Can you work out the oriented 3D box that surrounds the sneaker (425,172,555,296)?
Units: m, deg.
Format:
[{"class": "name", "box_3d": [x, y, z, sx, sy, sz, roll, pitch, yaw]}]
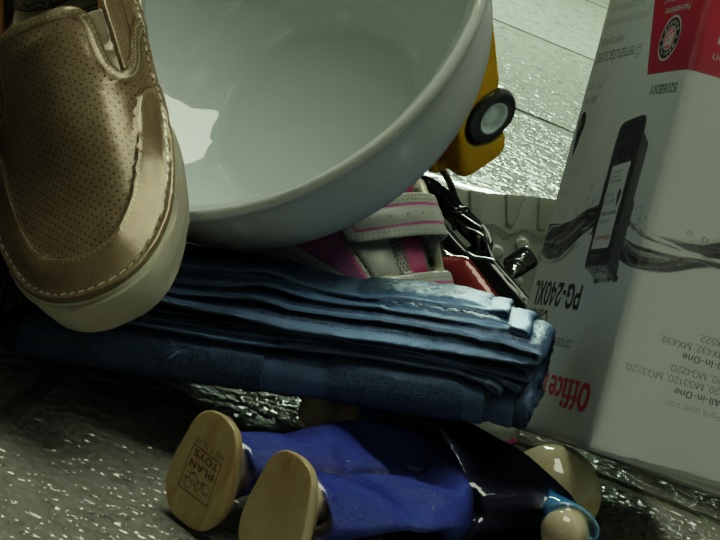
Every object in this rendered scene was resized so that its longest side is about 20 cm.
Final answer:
[{"class": "sneaker", "box_3d": [0.064, -0.013, 1.254, 0.199, 0.077, 0.081, 22, 5, -7]}]

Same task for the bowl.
[{"class": "bowl", "box_3d": [-0.028, -0.081, 0.962, 0.201, 0.201, 0.090, 34, -13, 38]}]

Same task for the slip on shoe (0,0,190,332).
[{"class": "slip on shoe", "box_3d": [-0.108, -0.069, 0.893, 0.061, 0.076, 0.201, 56, 23, -50]}]

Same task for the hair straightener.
[{"class": "hair straightener", "box_3d": [0.046, -0.002, 1.161, 0.077, 0.041, 0.200, 5, 36, -51]}]

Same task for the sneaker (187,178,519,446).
[{"class": "sneaker", "box_3d": [0.000, 0.000, 1.031, 0.200, 0.088, 0.081, 46, 22, 15]}]

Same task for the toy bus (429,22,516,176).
[{"class": "toy bus", "box_3d": [0.017, -0.120, 1.107, 0.078, 0.200, 0.065, -34, 54, -18]}]

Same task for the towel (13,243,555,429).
[{"class": "towel", "box_3d": [-0.025, 0.020, 0.940, 0.199, 0.049, 0.112, 8, 3, 6]}]

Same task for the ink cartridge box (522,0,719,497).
[{"class": "ink cartridge box", "box_3d": [0.134, -0.014, 1.007, 0.083, 0.201, 0.145, 16, -2, -11]}]

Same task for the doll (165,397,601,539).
[{"class": "doll", "box_3d": [0.021, 0.078, 0.906, 0.200, 0.049, 0.136, 6, 14, -47]}]

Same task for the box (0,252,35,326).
[{"class": "box", "box_3d": [-0.209, -0.026, 0.949, 0.159, 0.049, 0.200, 26, 15, 10]}]
